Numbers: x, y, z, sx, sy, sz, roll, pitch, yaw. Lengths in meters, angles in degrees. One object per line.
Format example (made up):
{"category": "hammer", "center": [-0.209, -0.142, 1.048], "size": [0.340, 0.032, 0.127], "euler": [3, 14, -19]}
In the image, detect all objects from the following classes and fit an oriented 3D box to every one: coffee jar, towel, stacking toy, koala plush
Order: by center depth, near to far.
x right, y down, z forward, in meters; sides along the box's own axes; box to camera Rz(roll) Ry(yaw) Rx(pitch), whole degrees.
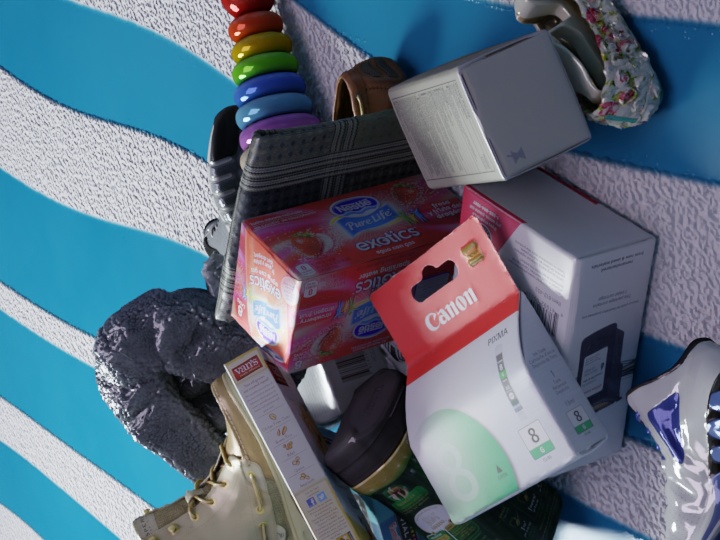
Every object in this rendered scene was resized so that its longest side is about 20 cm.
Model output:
{"category": "coffee jar", "center": [0.067, 0.175, 1.586], "size": [0.200, 0.104, 0.085], "euler": [39, 132, -11]}
{"category": "towel", "center": [-0.030, -0.055, 1.647], "size": [0.035, 0.200, 0.193], "euler": [43, 133, 39]}
{"category": "stacking toy", "center": [-0.091, -0.195, 1.812], "size": [0.085, 0.085, 0.200], "euler": [-29, 71, 58]}
{"category": "koala plush", "center": [-0.161, 0.073, 1.818], "size": [0.177, 0.184, 0.200], "euler": [-56, 12, 16]}

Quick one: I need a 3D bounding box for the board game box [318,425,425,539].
{"category": "board game box", "center": [-0.016, 0.227, 1.776], "size": [0.200, 0.047, 0.151], "euler": [16, 128, 52]}

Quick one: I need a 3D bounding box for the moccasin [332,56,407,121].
{"category": "moccasin", "center": [-0.008, -0.097, 1.705], "size": [0.074, 0.078, 0.202], "euler": [54, 146, 33]}

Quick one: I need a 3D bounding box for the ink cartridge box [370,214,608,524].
{"category": "ink cartridge box", "center": [0.083, 0.081, 1.482], "size": [0.161, 0.050, 0.200], "euler": [-38, 81, 48]}

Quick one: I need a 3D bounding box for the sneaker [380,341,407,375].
{"category": "sneaker", "center": [0.056, 0.103, 1.689], "size": [0.200, 0.075, 0.115], "euler": [43, 134, 38]}

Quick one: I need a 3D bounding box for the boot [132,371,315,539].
{"category": "boot", "center": [-0.137, 0.197, 1.719], "size": [0.073, 0.155, 0.200], "euler": [-106, -5, -62]}

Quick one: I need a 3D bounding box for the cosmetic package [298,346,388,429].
{"category": "cosmetic package", "center": [-0.052, 0.109, 1.867], "size": [0.200, 0.071, 0.102], "euler": [-30, 78, 57]}

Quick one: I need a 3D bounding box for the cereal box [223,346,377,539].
{"category": "cereal box", "center": [-0.044, 0.166, 1.622], "size": [0.200, 0.039, 0.144], "euler": [62, -178, 12]}

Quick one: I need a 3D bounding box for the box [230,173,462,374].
{"category": "box", "center": [0.000, 0.000, 1.618], "size": [0.095, 0.200, 0.103], "euler": [43, 137, 39]}

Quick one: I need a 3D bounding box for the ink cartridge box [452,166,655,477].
{"category": "ink cartridge box", "center": [0.145, 0.041, 1.514], "size": [0.145, 0.084, 0.200], "euler": [37, 132, 45]}

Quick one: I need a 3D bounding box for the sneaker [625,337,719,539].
{"category": "sneaker", "center": [0.252, 0.134, 1.401], "size": [0.115, 0.080, 0.200], "euler": [35, 124, 52]}

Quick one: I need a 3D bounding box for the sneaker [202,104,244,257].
{"category": "sneaker", "center": [-0.134, -0.066, 1.927], "size": [0.115, 0.075, 0.200], "euler": [4, 107, 60]}

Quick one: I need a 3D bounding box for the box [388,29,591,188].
{"category": "box", "center": [0.095, -0.121, 1.467], "size": [0.095, 0.078, 0.200], "euler": [67, 167, -8]}

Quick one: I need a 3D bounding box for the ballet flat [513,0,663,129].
{"category": "ballet flat", "center": [0.155, -0.188, 1.426], "size": [0.200, 0.064, 0.076], "euler": [58, 143, 28]}
